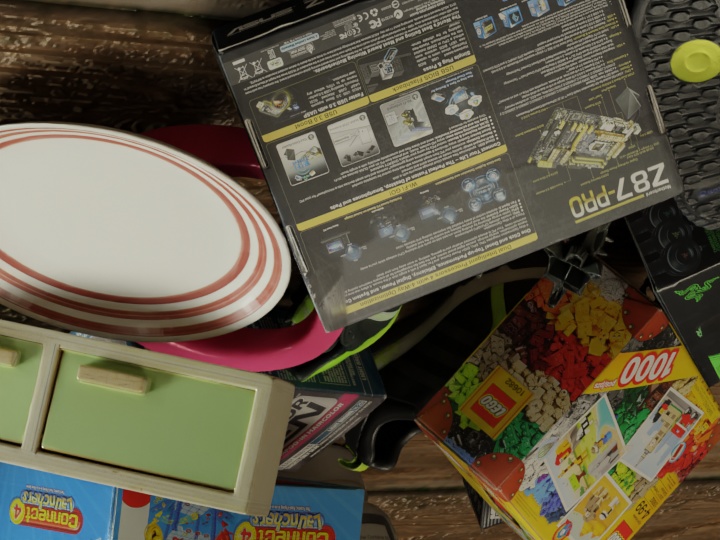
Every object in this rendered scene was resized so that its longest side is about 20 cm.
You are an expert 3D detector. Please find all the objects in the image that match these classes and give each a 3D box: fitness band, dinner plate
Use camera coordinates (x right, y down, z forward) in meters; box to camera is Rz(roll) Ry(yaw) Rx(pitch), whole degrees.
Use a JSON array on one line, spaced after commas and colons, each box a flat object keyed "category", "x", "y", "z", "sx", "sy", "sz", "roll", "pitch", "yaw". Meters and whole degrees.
[{"category": "fitness band", "x": -0.075, "y": -0.008, "z": 1.417, "sx": 0.143, "sy": 0.038, "sz": 0.200, "roll": 3, "pitch": 147, "yaw": 2}, {"category": "dinner plate", "x": -0.132, "y": -0.023, "z": 1.354, "sx": 0.199, "sy": 0.024, "sz": 0.200, "roll": 6, "pitch": 147, "yaw": 4}]

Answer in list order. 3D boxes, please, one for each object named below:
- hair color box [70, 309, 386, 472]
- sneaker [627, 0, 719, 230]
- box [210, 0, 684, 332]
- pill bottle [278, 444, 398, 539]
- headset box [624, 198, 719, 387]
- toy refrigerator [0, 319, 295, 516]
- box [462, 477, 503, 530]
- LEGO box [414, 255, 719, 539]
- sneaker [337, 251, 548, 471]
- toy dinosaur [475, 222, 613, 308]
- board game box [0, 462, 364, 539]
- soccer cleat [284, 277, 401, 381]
[{"category": "hair color box", "x": -0.091, "y": 0.070, "z": 1.586, "sx": 0.200, "sy": 0.061, "sz": 0.100, "roll": 8, "pitch": 142, "yaw": -44}, {"category": "sneaker", "x": 0.184, "y": -0.113, "z": 1.454, "sx": 0.066, "sy": 0.079, "sz": 0.200, "roll": -10, "pitch": 137, "yaw": 12}, {"category": "box", "x": 0.045, "y": -0.079, "z": 1.316, "sx": 0.199, "sy": 0.049, "sz": 0.162, "roll": -22, "pitch": 110, "yaw": 0}, {"category": "pill bottle", "x": -0.017, "y": 0.226, "z": 1.775, "sx": 0.113, "sy": 0.201, "sz": 0.114, "roll": -17, "pitch": 153, "yaw": -9}, {"category": "headset box", "x": 0.259, "y": -0.028, "z": 1.617, "sx": 0.199, "sy": 0.093, "sz": 0.174, "roll": -24, "pitch": 153, "yaw": 7}, {"category": "toy refrigerator", "x": -0.143, "y": 0.075, "z": 1.419, "sx": 0.199, "sy": 0.076, "sz": 0.070, "roll": 12, "pitch": 176, "yaw": 10}, {"category": "box", "x": 0.155, "y": 0.104, "z": 1.845, "sx": 0.160, "sy": 0.044, "sz": 0.200, "roll": -17, "pitch": 153, "yaw": -9}, {"category": "LEGO box", "x": 0.137, "y": 0.095, "z": 1.646, "sx": 0.149, "sy": 0.077, "sz": 0.200, "roll": -48, "pitch": 149, "yaw": -4}, {"category": "sneaker", "x": 0.066, "y": 0.064, "z": 1.661, "sx": 0.200, "sy": 0.083, "sz": 0.072, "roll": -34, "pitch": 151, "yaw": 25}, {"category": "toy dinosaur", "x": 0.115, "y": -0.059, "z": 1.438, "sx": 0.102, "sy": 0.136, "sz": 0.200, "roll": 11, "pitch": 151, "yaw": 35}, {"category": "board game box", "x": -0.136, "y": 0.145, "z": 1.586, "sx": 0.195, "sy": 0.056, "sz": 0.200, "roll": 8, "pitch": 177, "yaw": -44}, {"category": "soccer cleat", "x": 0.000, "y": 0.000, "z": 1.496, "sx": 0.081, "sy": 0.067, "sz": 0.200, "roll": -43, "pitch": 167, "yaw": -31}]
